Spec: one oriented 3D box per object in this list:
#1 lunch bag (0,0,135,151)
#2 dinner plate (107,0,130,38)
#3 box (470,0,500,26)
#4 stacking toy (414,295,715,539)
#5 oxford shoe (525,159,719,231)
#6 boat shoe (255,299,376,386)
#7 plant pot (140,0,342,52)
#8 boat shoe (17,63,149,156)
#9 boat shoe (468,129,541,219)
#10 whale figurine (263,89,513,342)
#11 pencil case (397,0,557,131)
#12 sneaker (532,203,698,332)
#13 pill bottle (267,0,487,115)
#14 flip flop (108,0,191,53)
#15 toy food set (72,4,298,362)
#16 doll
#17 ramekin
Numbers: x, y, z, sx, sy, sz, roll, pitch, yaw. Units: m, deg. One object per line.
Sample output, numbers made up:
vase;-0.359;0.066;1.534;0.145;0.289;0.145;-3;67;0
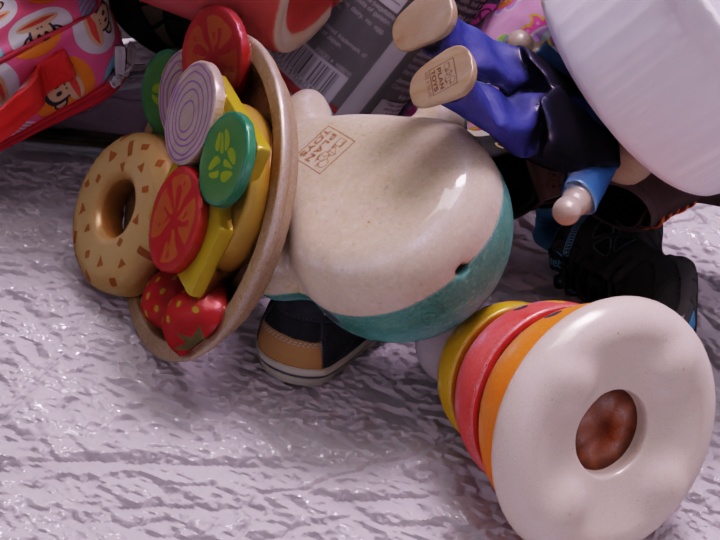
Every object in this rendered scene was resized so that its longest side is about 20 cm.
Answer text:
lunch bag;-0.251;-0.132;1.379;0.199;0.082;0.176;-28;41;-8
dinner plate;-0.098;-0.211;1.533;0.199;0.200;0.024;-22;81;-40
box;0.057;-0.163;1.514;0.199;0.133;0.115;14;25;6
stacking toy;0.088;0.063;1.213;0.145;0.147;0.200;-11;21;-30
oxford shoe;0.183;-0.053;1.346;0.199;0.071;0.073;10;68;-28
boat shoe;0.000;0.000;1.319;0.074;0.063;0.200;20;32;19
plant pot;-0.083;-0.234;1.282;0.177;0.201;0.200;32;36;10
boat shoe;-0.139;-0.103;1.435;0.200;0.075;0.065;7;38;2
boat shoe;0.093;-0.059;1.364;0.200;0.074;0.063;-8;45;-38
whale figurine;0.005;-0.032;1.240;0.159;0.104;0.200;-44;42;-11
pencil case;0.098;-0.128;1.409;0.087;0.200;0.088;32;23;-16
sneaker;0.160;0.010;1.348;0.081;0.074;0.200;1;23;-8
pill bottle;0.023;-0.189;1.390;0.114;0.200;0.114;35;19;-14
flip flop;-0.106;-0.173;1.457;0.081;0.058;0.200;5;-17;25
toy food set;-0.098;-0.048;1.241;0.048;0.199;0.200;12;27;-31
doll;0.102;-0.087;1.215;0.199;0.048;0.137;21;45;-46
ramekin;0.193;-0.141;1.257;0.200;0.098;0.201;37;34;-30
